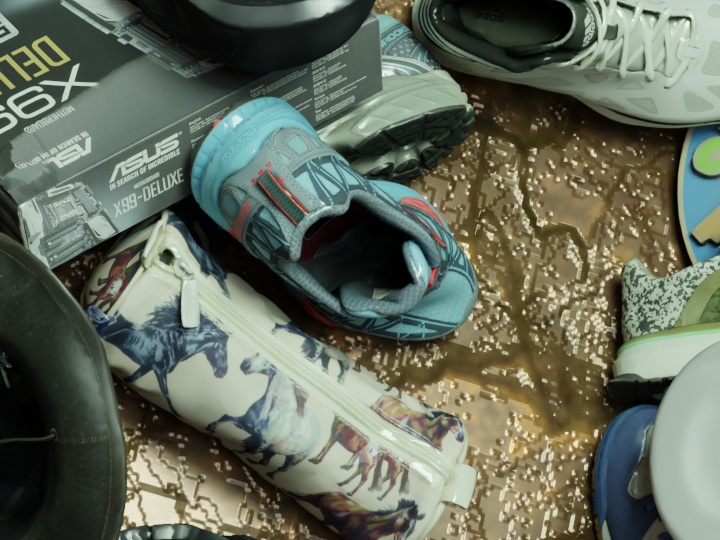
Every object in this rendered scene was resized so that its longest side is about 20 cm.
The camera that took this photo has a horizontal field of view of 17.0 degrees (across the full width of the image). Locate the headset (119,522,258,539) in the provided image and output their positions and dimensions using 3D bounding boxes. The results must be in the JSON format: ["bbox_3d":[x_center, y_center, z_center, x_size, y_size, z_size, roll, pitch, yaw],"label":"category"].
[{"bbox_3d":[-0.052,0.176,1.095,0.199,0.094,0.124,0,75,-6],"label":"headset"}]

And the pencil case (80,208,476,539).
[{"bbox_3d":[-0.040,0.055,1.129,0.200,0.089,0.078,36,72,-11],"label":"pencil case"}]

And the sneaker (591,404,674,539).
[{"bbox_3d":[0.172,0.157,1.177,0.075,0.088,0.201,-11,77,-18],"label":"sneaker"}]

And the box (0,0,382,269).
[{"bbox_3d":[-0.114,-0.099,1.133,0.199,0.050,0.158,-29,51,-22],"label":"box"}]

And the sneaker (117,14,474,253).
[{"bbox_3d":[-0.049,-0.071,1.187,0.199,0.078,0.087,-17,61,-22],"label":"sneaker"}]

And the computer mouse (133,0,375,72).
[{"bbox_3d":[-0.054,-0.139,1.104,0.138,0.200,0.053,-26,128,-18],"label":"computer mouse"}]

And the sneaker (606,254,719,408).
[{"bbox_3d":[0.212,0.005,1.198,0.199,0.077,0.089,-15,70,16],"label":"sneaker"}]

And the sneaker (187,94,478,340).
[{"bbox_3d":[0.000,0.000,1.121,0.079,0.200,0.096,-49,51,7],"label":"sneaker"}]

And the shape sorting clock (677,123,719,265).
[{"bbox_3d":[0.261,-0.043,1.237,0.199,0.039,0.201,-2,83,19],"label":"shape sorting clock"}]

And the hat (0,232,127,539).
[{"bbox_3d":[-0.175,0.066,1.086,0.199,0.081,0.202,4,104,18],"label":"hat"}]

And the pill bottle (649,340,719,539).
[{"bbox_3d":[0.241,0.098,1.164,0.199,0.114,0.115,13,69,-45],"label":"pill bottle"}]

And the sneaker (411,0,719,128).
[{"bbox_3d":[0.124,-0.107,1.197,0.199,0.115,0.076,8,99,-1],"label":"sneaker"}]
